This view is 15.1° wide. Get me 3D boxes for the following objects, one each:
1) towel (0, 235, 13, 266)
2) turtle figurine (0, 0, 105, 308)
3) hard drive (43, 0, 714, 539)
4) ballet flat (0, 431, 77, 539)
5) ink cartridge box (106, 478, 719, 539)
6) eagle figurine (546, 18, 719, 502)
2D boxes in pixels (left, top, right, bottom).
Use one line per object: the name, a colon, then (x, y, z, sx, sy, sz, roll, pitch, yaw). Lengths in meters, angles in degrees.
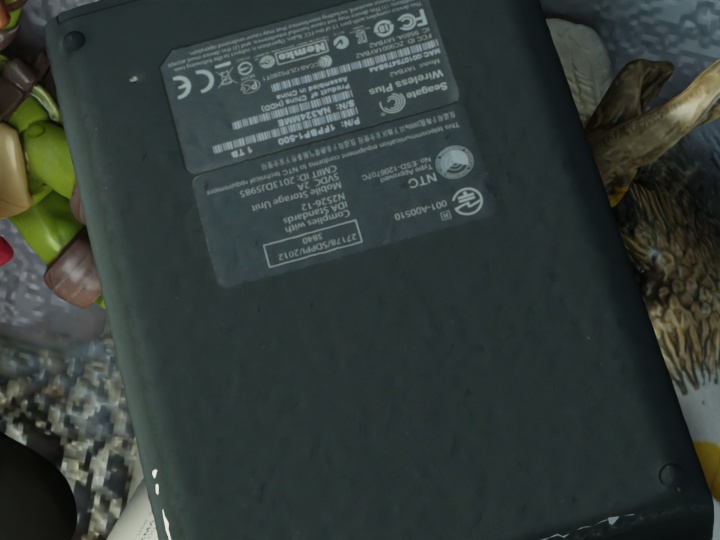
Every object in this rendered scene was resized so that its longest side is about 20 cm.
towel: (-0.213, -0.056, 0.832, 0.144, 0.023, 0.200, -22, 116, 41)
turtle figurine: (-0.117, -0.029, 0.864, 0.161, 0.064, 0.200, 36, 129, 6)
hard drive: (0.000, 0.000, 0.736, 0.139, 0.201, 0.033, -15, 149, -2)
ballet flat: (-0.181, 0.055, 0.860, 0.199, 0.068, 0.069, 10, 140, -17)
ink cartridge box: (0.027, 0.100, 0.835, 0.146, 0.083, 0.200, 41, 156, -21)
eagle figurine: (0.111, 0.019, 0.841, 0.200, 0.152, 0.151, 26, 167, -38)
